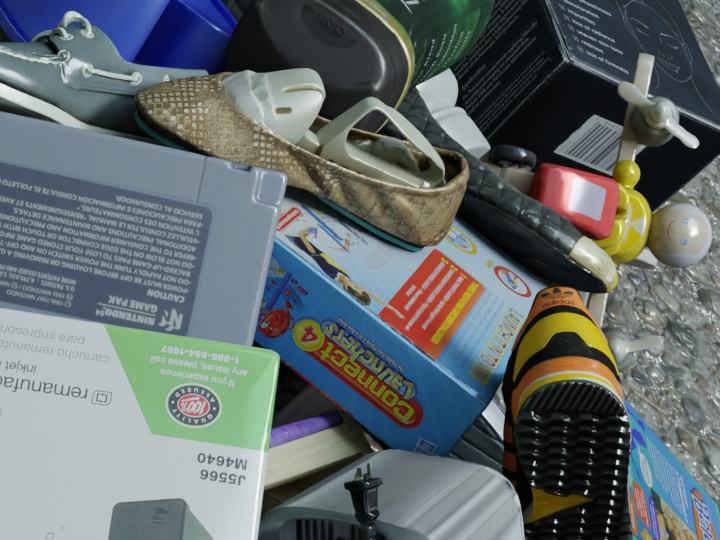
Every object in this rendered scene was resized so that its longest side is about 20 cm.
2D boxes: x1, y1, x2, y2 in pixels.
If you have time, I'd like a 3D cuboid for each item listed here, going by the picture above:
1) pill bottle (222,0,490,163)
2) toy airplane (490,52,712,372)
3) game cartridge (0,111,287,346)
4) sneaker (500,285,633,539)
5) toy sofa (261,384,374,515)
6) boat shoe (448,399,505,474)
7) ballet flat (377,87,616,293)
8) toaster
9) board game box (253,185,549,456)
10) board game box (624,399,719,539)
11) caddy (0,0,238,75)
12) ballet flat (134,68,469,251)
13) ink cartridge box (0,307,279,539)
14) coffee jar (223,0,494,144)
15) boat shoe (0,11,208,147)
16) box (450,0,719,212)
[{"bbox_3d":[-0.005,-0.134,1.165,0.113,0.113,0.200,-16,67,-53],"label":"pill bottle"},{"bbox_3d":[0.179,-0.025,1.182,0.199,0.141,0.200,-50,139,-46],"label":"toy airplane"},{"bbox_3d":[-0.146,-0.004,0.829,0.200,0.133,0.042,12,2,-4],"label":"game cartridge"},{"bbox_3d":[0.107,0.094,0.890,0.070,0.200,0.090,0,47,2],"label":"sneaker"},{"bbox_3d":[-0.090,0.102,0.848,0.200,0.083,0.098,-12,64,-52],"label":"toy sofa"},{"bbox_3d":[0.027,0.055,1.032,0.200,0.074,0.067,42,35,-4],"label":"boat shoe"},{"bbox_3d":[0.079,-0.054,1.042,0.200,0.066,0.057,37,72,20],"label":"ballet flat"},{"bbox_3d":[0.014,0.169,0.810,0.129,0.113,0.200,-27,120,-62],"label":"toaster"},{"bbox_3d":[0.000,0.000,0.952,0.196,0.056,0.200,38,23,3],"label":"board game box"},{"bbox_3d":[0.171,0.160,1.053,0.200,0.045,0.152,46,28,-33],"label":"board game box"},{"bbox_3d":[-0.162,-0.155,1.020,0.141,0.105,0.200,28,19,-47],"label":"caddy"},{"bbox_3d":[-0.024,-0.072,0.899,0.200,0.065,0.071,20,28,-34],"label":"ballet flat"},{"bbox_3d":[-0.119,0.127,0.690,0.145,0.084,0.200,9,67,-9],"label":"ink cartridge box"},{"bbox_3d":[0.002,-0.146,1.015,0.104,0.085,0.200,36,33,5],"label":"coffee jar"},{"bbox_3d":[-0.153,-0.101,0.876,0.200,0.073,0.062,17,85,-48],"label":"boat shoe"},{"bbox_3d":[0.179,-0.173,1.395,0.200,0.124,0.197,18,43,-34],"label":"box"}]
